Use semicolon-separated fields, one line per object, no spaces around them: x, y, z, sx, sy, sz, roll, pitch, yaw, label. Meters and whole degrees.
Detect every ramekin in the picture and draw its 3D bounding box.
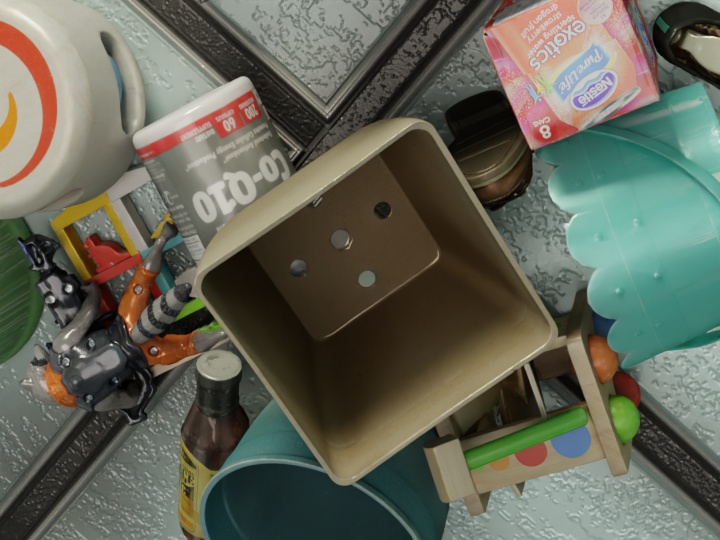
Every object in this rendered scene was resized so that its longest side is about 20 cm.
-0.398;0.017;1.346;0.198;0.098;0.202;4;108;11;ramekin

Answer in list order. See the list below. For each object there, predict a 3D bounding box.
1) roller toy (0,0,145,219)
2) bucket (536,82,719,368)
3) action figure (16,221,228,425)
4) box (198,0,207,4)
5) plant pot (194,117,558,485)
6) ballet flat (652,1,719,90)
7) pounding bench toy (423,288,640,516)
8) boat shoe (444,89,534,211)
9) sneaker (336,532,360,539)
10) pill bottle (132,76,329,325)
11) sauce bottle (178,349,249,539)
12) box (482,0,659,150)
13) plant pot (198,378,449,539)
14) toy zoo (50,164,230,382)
-0.282;-0.137;1.251;0.182;0.140;0.201;35;107;11;roller toy
0.231;-0.038;1.143;0.134;0.207;0.209;-22;102;13;bucket
-0.226;0.043;1.295;0.193;0.105;0.201;-37;100;10;action figure
-0.095;-0.350;1.192;0.192;0.048;0.201;-25;101;15;box
0.000;0.000;1.126;0.199;0.177;0.201;-34;111;2;plant pot
0.318;-0.147;1.154;0.198;0.068;0.069;23;110;4;ballet flat
0.143;0.117;1.206;0.154;0.200;0.125;-17;103;17;pounding bench toy
0.108;-0.084;1.151;0.071;0.200;0.069;-20;109;12;boat shoe
-0.017;0.237;1.338;0.199;0.089;0.079;35;111;2;sneaker
-0.099;-0.050;1.252;0.113;0.114;0.201;-24;101;18;pill bottle
-0.131;0.159;1.326;0.065;0.066;0.202;12;125;8;sauce bottle
0.161;-0.170;1.110;0.102;0.200;0.095;-20;102;15;box
-0.010;0.165;1.245;0.198;0.189;0.202;12;132;14;plant pot
-0.192;-0.012;1.334;0.130;0.020;0.201;-26;100;19;toy zoo
